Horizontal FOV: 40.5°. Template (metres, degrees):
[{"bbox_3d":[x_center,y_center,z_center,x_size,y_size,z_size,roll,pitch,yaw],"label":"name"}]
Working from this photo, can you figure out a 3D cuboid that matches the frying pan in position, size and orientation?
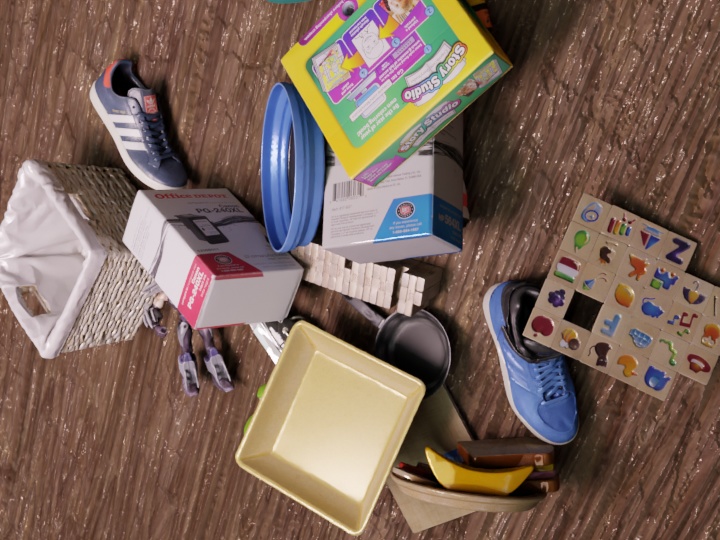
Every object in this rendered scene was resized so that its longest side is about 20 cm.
[{"bbox_3d":[0.038,0.095,1.244,0.188,0.031,0.117,18,98,35],"label":"frying pan"}]

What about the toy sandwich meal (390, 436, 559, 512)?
[{"bbox_3d":[0.134,0.230,1.139,0.203,0.204,0.071,5,87,29],"label":"toy sandwich meal"}]

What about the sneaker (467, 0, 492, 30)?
[{"bbox_3d":[0.060,-0.253,1.110,0.199,0.070,0.091,-34,83,31],"label":"sneaker"}]

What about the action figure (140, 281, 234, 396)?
[{"bbox_3d":[-0.232,0.074,1.364,0.128,0.069,0.203,-14,113,-8],"label":"action figure"}]

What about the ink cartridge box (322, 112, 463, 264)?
[{"bbox_3d":[0.039,-0.120,1.108,0.144,0.084,0.203,-6,75,33],"label":"ink cartridge box"}]

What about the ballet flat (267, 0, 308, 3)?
[{"bbox_3d":[-0.027,-0.362,1.141,0.197,0.067,0.068,-3,82,28],"label":"ballet flat"}]

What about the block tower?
[{"bbox_3d":[0.000,0.000,1.229,0.198,0.058,0.055,18,112,26],"label":"block tower"}]

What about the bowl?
[{"bbox_3d":[-0.083,-0.124,1.182,0.200,0.039,0.204,179,90,-73],"label":"bowl"}]

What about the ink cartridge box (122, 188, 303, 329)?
[{"bbox_3d":[-0.191,-0.021,1.248,0.200,0.144,0.084,44,124,35],"label":"ink cartridge box"}]

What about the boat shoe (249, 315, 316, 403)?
[{"bbox_3d":[-0.092,0.095,1.311,0.063,0.071,0.201,-35,79,5],"label":"boat shoe"}]

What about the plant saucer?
[{"bbox_3d":[-0.033,0.193,1.217,0.198,0.048,0.202,24,90,25],"label":"plant saucer"}]

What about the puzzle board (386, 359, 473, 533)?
[{"bbox_3d":[0.082,0.231,1.274,0.150,0.017,0.202,-28,90,32],"label":"puzzle board"}]

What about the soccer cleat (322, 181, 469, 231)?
[{"bbox_3d":[0.041,-0.078,1.185,0.198,0.068,0.074,-8,80,34],"label":"soccer cleat"}]

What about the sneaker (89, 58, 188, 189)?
[{"bbox_3d":[-0.292,-0.200,1.327,0.201,0.075,0.084,53,127,7],"label":"sneaker"}]

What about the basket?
[{"bbox_3d":[-0.388,-0.022,1.365,0.199,0.160,0.201,49,124,26],"label":"basket"}]

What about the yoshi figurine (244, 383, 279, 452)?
[{"bbox_3d":[-0.080,0.242,1.320,0.199,0.112,0.113,38,128,20],"label":"yoshi figurine"}]

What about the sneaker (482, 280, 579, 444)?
[{"bbox_3d":[0.206,0.106,1.103,0.076,0.111,0.203,-20,90,-10],"label":"sneaker"}]

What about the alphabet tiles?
[{"bbox_3d":[0.296,0.034,1.042,0.198,0.008,0.169,25,87,6],"label":"alphabet tiles"}]

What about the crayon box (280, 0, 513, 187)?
[{"bbox_3d":[0.033,-0.221,1.039,0.199,0.058,0.174,-39,68,21],"label":"crayon box"}]
